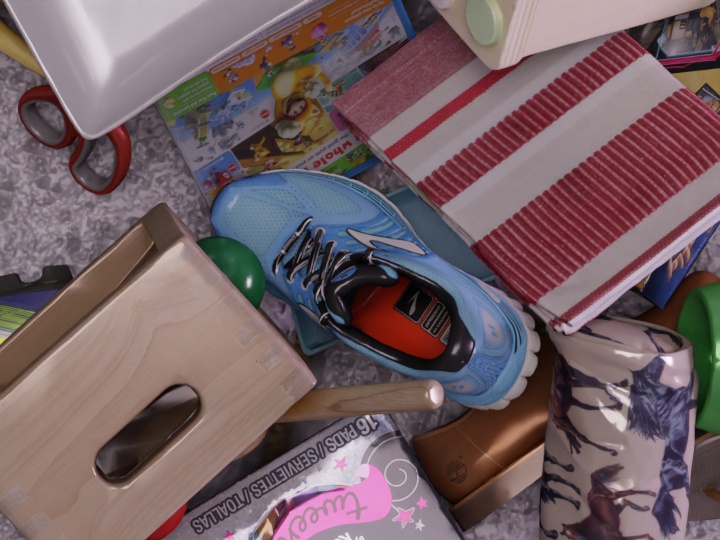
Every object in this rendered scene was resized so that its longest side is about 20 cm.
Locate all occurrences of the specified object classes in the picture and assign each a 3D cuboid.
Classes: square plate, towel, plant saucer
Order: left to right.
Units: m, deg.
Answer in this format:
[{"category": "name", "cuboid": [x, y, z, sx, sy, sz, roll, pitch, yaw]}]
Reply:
[{"category": "square plate", "cuboid": [-0.099, -0.197, 1.372, 0.200, 0.028, 0.198, -31, 87, 8]}, {"category": "plant saucer", "cuboid": [0.050, -0.019, 1.510, 0.200, 0.019, 0.070, -22, 70, 19]}, {"category": "towel", "cuboid": [0.099, -0.068, 1.463, 0.144, 0.023, 0.200, -38, 58, -10]}]

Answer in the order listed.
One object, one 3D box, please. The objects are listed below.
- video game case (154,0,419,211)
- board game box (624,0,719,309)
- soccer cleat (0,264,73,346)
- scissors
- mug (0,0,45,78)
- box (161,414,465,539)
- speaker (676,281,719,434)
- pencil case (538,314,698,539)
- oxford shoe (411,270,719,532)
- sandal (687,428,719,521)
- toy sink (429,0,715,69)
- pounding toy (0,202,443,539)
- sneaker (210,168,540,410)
[{"category": "video game case", "cuboid": [-0.047, -0.123, 1.493, 0.143, 0.018, 0.200, -28, 128, -3]}, {"category": "board game box", "cuboid": [0.162, -0.097, 1.512, 0.135, 0.035, 0.200, 34, 89, 34]}, {"category": "soccer cleat", "cuboid": [-0.230, 0.060, 1.512, 0.200, 0.065, 0.084, -17, 73, -4]}, {"category": "scissors", "cuboid": [-0.137, -0.106, 1.474, 0.073, 0.200, 0.014, 41, 57, 6]}, {"category": "mug", "cuboid": [-0.210, -0.189, 1.497, 0.187, 0.149, 0.153, 45, 97, 13]}, {"category": "box", "cuboid": [-0.046, 0.168, 1.476, 0.200, 0.132, 0.115, -32, 85, -3]}, {"category": "speaker", "cuboid": [0.270, 0.048, 1.467, 0.200, 0.088, 0.088, 2, 86, -10]}, {"category": "pencil case", "cuboid": [0.127, 0.117, 1.452, 0.078, 0.089, 0.200, -6, 105, -38]}, {"category": "oxford shoe", "cuboid": [0.116, 0.055, 1.522, 0.200, 0.071, 0.071, -36, 83, -2]}, {"category": "sandal", "cuboid": [0.250, 0.120, 1.511, 0.200, 0.082, 0.055, 4, 45, -7]}, {"category": "toy sink", "cuboid": [0.082, -0.191, 1.448, 0.200, 0.112, 0.130, -18, 51, -30]}, {"category": "pounding toy", "cuboid": [-0.089, 0.063, 1.412, 0.200, 0.184, 0.142, -42, 101, -1]}, {"category": "sneaker", "cuboid": [0.000, 0.000, 1.468, 0.200, 0.090, 0.078, 29, 95, 26]}]
